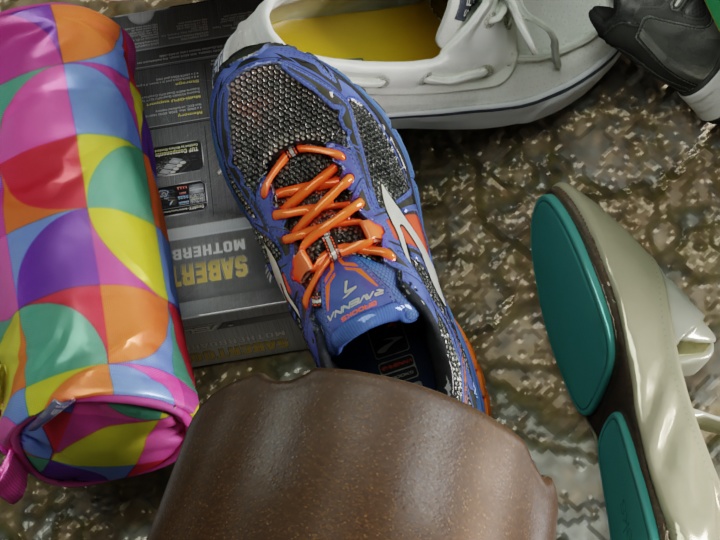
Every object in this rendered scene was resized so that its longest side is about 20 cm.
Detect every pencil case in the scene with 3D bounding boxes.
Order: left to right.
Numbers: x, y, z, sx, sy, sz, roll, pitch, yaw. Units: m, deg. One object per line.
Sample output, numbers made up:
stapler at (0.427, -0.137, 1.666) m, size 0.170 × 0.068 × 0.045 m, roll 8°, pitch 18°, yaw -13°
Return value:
pencil case at (-0.120, -0.009, 1.131) m, size 0.088 × 0.089 × 0.201 m, roll -11°, pitch 62°, yaw 3°

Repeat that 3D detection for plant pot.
plant pot at (-0.015, 0.159, 1.032) m, size 0.199 × 0.201 × 0.199 m, roll 6°, pitch 55°, yaw 12°

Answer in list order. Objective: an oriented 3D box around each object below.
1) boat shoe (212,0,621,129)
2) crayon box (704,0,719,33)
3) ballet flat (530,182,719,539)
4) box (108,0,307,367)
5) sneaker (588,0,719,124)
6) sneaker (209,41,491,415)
boat shoe at (0.038, -0.110, 1.174) m, size 0.201 × 0.086 × 0.075 m, roll -8°, pitch 65°, yaw -26°
crayon box at (0.223, -0.088, 1.145) m, size 0.118 × 0.058 × 0.201 m, roll -13°, pitch 70°, yaw -28°
ballet flat at (0.120, 0.054, 1.134) m, size 0.069 × 0.070 × 0.201 m, roll -13°, pitch 64°, yaw 2°
box at (-0.086, -0.037, 1.212) m, size 0.199 × 0.048 × 0.159 m, roll -10°, pitch 63°, yaw 3°
sneaker at (0.146, -0.169, 1.220) m, size 0.090 × 0.066 × 0.201 m, roll 23°, pitch 64°, yaw -22°
sneaker at (0.000, 0.000, 1.110) m, size 0.075 × 0.078 × 0.201 m, roll -28°, pitch 97°, yaw 5°
